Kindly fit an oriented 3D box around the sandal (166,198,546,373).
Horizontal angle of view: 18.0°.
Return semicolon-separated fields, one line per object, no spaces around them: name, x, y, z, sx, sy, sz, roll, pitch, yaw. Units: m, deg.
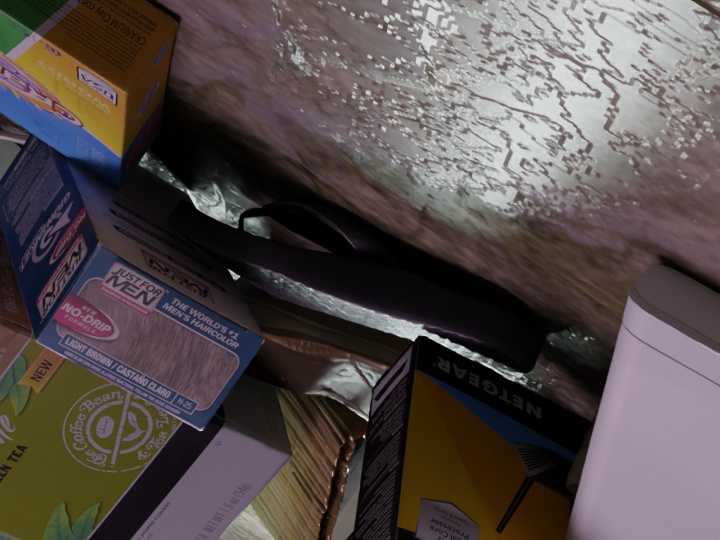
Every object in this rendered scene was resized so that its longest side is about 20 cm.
sandal;0.001;0.000;1.106;0.200;0.043;0.076;18;170;20

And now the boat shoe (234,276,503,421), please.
boat shoe;0.007;0.041;1.212;0.200;0.063;0.073;16;147;37

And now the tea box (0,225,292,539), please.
tea box;-0.180;0.095;1.277;0.197;0.200;0.134;27;-155;-27

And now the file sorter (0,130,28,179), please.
file sorter;-0.183;0.021;1.405;0.200;0.139;0.124;42;163;-33

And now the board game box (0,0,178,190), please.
board game box;-0.162;-0.114;1.056;0.153;0.040;0.200;33;168;0

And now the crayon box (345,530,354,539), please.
crayon box;0.034;0.206;1.231;0.126;0.052;0.200;39;169;9

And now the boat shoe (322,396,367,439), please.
boat shoe;-0.029;0.069;1.357;0.072;0.068;0.200;36;168;-13

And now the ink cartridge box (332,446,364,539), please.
ink cartridge box;0.060;0.216;1.510;0.200;0.146;0.084;34;167;-3

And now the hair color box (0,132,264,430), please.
hair color box;-0.123;-0.004;1.157;0.100;0.061;0.200;30;-169;-24

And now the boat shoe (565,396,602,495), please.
boat shoe;0.186;0.122;1.023;0.200;0.062;0.072;30;167;17

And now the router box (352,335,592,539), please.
router box;0.094;0.135;1.057;0.200;0.149;0.051;27;129;-16

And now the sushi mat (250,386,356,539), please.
sushi mat;-0.049;0.096;1.305;0.012;0.096;0.200;5;-160;-23

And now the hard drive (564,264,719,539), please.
hard drive;0.155;0.092;0.927;0.132;0.027;0.200;30;148;16

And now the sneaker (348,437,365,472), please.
sneaker;-0.059;0.121;1.540;0.075;0.106;0.200;26;165;32
